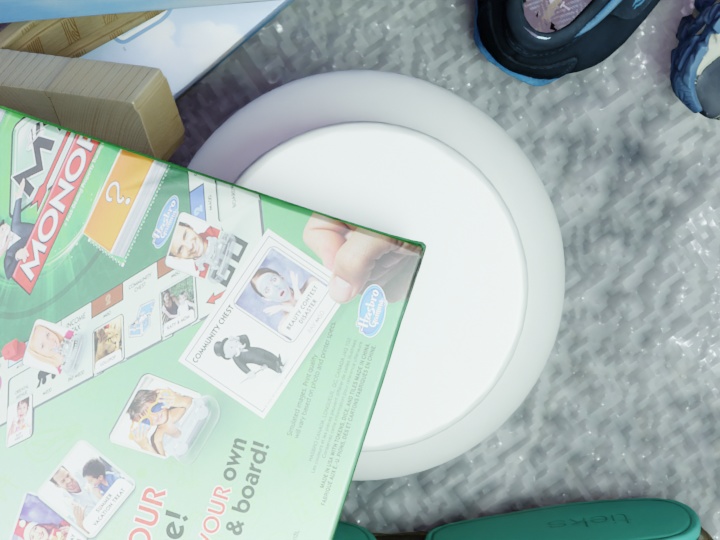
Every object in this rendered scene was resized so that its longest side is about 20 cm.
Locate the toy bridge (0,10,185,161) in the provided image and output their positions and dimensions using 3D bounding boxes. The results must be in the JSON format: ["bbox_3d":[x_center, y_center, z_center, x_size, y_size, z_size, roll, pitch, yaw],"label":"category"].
[{"bbox_3d":[-0.082,-0.044,0.763,0.067,0.200,0.027,10,135,30],"label":"toy bridge"}]

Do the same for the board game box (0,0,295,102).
[{"bbox_3d":[-0.137,-0.082,0.849,0.200,0.037,0.151,-41,92,0],"label":"board game box"}]

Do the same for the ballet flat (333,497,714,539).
[{"bbox_3d":[0.012,0.110,0.845,0.200,0.071,0.065,-1,106,3],"label":"ballet flat"}]

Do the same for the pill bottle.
[{"bbox_3d":[0.000,0.000,0.771,0.111,0.200,0.111,0,92,-1],"label":"pill bottle"}]

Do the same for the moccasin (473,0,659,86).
[{"bbox_3d":[0.104,-0.144,0.832,0.080,0.068,0.200,25,92,-1],"label":"moccasin"}]

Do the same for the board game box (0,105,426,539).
[{"bbox_3d":[-0.078,0.068,0.644,0.134,0.029,0.200,19,86,-3],"label":"board game box"}]

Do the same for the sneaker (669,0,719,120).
[{"bbox_3d":[0.185,-0.103,0.833,0.200,0.077,0.085,-39,96,1],"label":"sneaker"}]

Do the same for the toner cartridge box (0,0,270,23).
[{"bbox_3d":[-0.054,-0.122,0.748,0.200,0.043,0.095,-3,126,18],"label":"toner cartridge box"}]
